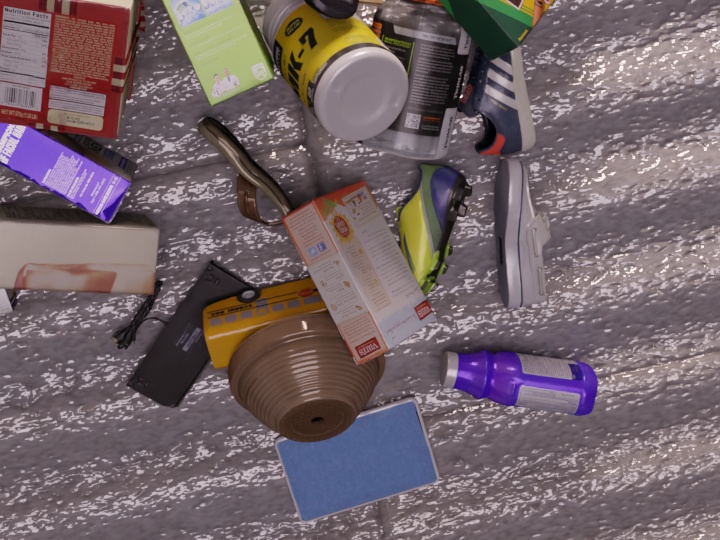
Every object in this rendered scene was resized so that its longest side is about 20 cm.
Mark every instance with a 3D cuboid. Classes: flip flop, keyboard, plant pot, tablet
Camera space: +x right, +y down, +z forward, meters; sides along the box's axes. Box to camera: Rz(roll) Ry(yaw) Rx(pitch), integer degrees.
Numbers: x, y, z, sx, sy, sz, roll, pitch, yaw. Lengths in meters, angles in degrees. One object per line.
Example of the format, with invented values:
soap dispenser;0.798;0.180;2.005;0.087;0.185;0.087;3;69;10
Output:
flip flop;-0.137;-0.101;1.702;0.058;0.081;0.200;-42;100;2
keyboard;-0.238;0.073;1.774;0.127;0.021;0.200;32;99;-19
plant pot;-0.060;0.149;1.721;0.200;0.093;0.201;-10;143;-7
tablet;-0.004;0.253;1.846;0.199;0.014;0.131;-17;106;1

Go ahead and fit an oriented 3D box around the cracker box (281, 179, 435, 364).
cracker box;0.000;0.000;1.686;0.058;0.134;0.201;-28;89;31

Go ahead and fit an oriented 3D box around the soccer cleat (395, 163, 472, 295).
soccer cleat;0.075;-0.041;1.757;0.083;0.065;0.201;26;108;19

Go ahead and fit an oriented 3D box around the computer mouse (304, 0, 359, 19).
computer mouse;-0.019;-0.356;1.581;0.140;0.046;0.201;10;61;-33

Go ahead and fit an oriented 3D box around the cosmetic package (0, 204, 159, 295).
cosmetic package;-0.352;-0.025;1.670;0.199;0.103;0.088;4;102;-20

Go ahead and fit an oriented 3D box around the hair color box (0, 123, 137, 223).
hair color box;-0.371;-0.141;1.656;0.199;0.109;0.065;28;101;-12

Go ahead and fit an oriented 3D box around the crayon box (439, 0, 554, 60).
crayon box;0.161;-0.375;1.609;0.173;0.058;0.200;47;59;-16

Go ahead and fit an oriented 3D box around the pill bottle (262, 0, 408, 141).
pill bottle;-0.035;-0.245;1.600;0.114;0.200;0.115;-15;130;-19

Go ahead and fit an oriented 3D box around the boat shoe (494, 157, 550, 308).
boat shoe;0.209;-0.050;1.758;0.065;0.074;0.201;-7;116;-8

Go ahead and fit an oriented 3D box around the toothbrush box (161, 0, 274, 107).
toothbrush box;-0.177;-0.307;1.608;0.086;0.146;0.201;-25;105;3

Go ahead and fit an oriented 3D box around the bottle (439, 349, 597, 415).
bottle;0.204;0.142;1.797;0.199;0.084;0.066;8;105;-8

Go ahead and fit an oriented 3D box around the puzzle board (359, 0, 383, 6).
puzzle board;-0.074;-0.378;1.589;0.199;0.017;0.151;-1;71;-32

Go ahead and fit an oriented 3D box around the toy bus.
toy bus;-0.096;0.060;1.744;0.199;0.078;0.065;-13;122;-1

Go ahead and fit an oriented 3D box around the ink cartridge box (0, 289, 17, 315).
ink cartridge box;-0.508;-0.032;1.706;0.108;0.050;0.201;-15;105;-1

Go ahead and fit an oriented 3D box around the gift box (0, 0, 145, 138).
gift box;-0.349;-0.257;1.589;0.184;0.187;0.201;12;118;-9

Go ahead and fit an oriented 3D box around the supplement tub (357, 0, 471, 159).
supplement tub;0.065;-0.242;1.659;0.122;0.123;0.201;10;105;-7

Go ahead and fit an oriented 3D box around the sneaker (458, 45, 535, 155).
sneaker;0.154;-0.234;1.693;0.084;0.075;0.201;-16;106;-5
